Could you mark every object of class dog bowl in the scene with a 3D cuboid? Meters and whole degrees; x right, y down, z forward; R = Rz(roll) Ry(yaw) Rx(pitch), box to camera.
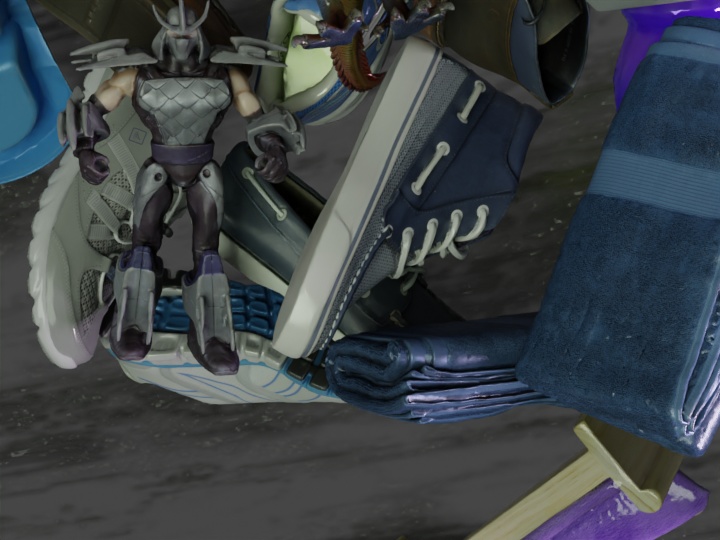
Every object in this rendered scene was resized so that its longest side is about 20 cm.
[{"bbox_3d":[-0.234,-0.131,1.119,0.111,0.050,0.200,-17,143,1],"label":"dog bowl"}]

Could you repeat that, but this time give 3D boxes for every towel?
[{"bbox_3d":[0.089,0.049,1.029,0.199,0.112,0.049,-6,93,-22],"label":"towel"},{"bbox_3d":[0.152,-0.022,0.927,0.111,0.048,0.201,18,82,39],"label":"towel"}]

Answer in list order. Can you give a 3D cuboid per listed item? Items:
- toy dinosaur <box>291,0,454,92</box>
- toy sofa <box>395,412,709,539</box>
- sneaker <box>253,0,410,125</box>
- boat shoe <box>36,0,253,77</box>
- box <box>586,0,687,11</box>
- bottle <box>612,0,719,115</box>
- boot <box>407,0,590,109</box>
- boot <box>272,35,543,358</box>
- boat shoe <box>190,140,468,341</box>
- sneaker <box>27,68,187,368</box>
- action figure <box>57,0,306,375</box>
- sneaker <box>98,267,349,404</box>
[{"bbox_3d":[-0.030,-0.198,0.962,0.182,0.104,0.200,70,157,11],"label":"toy dinosaur"},{"bbox_3d":[0.100,0.160,1.130,0.200,0.083,0.098,-40,90,27],"label":"toy sofa"},{"bbox_3d":[0.002,-0.160,1.061,0.075,0.077,0.201,29,114,11],"label":"sneaker"},{"bbox_3d":[-0.138,-0.169,1.117,0.200,0.068,0.072,54,126,20],"label":"boat shoe"},{"bbox_3d":[0.181,-0.239,0.902,0.199,0.131,0.200,-4,83,21],"label":"box"},{"bbox_3d":[0.175,-0.092,1.026,0.083,0.065,0.201,-4,106,16],"label":"bottle"},{"bbox_3d":[0.085,-0.169,0.988,0.097,0.075,0.200,40,153,18],"label":"boot"},{"bbox_3d":[0.029,-0.028,1.037,0.090,0.201,0.073,27,156,-6],"label":"boot"},{"bbox_3d":[0.000,0.000,1.101,0.200,0.075,0.062,35,112,8],"label":"boat shoe"},{"bbox_3d":[-0.134,-0.039,1.115,0.082,0.075,0.201,13,79,7],"label":"sneaker"},{"bbox_3d":[-0.094,-0.049,1.037,0.129,0.069,0.201,2,111,-3],"label":"action figure"},{"bbox_3d":[-0.056,0.049,1.169,0.199,0.075,0.087,9,151,6],"label":"sneaker"}]
